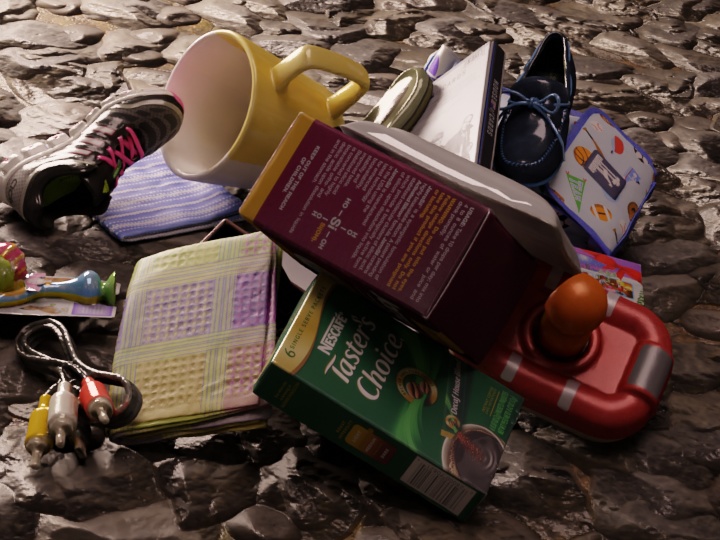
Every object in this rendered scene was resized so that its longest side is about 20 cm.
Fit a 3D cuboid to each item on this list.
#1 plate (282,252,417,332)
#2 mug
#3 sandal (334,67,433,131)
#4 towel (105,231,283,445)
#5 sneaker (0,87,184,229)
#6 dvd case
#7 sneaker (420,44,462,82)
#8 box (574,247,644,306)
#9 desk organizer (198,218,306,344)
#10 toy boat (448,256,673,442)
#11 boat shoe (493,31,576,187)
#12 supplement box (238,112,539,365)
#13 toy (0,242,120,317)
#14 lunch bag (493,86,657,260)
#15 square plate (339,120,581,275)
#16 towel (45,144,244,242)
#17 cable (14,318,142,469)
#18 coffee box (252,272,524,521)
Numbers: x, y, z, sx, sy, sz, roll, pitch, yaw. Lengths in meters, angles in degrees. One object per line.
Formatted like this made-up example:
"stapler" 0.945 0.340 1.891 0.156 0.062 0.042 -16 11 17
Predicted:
"plate" 0.000 0.000 1.796 0.199 0.033 0.199 19 30 20
"mug" -0.085 -0.141 1.895 0.153 0.151 0.186 17 -4 -41
"sandal" -0.005 -0.122 1.840 0.080 0.057 0.202 3 55 54
"towel" -0.134 0.056 1.581 0.143 0.023 0.201 -11 47 13
"sneaker" -0.249 -0.100 1.844 0.199 0.074 0.088 -28 48 -10
"dvd case" 0.068 -0.112 1.805 0.025 0.150 0.201 40 37 -24
"sneaker" 0.052 -0.164 1.980 0.199 0.147 0.081 -11 34 -30
"box" 0.159 0.021 1.747 0.198 0.039 0.137 15 34 -4
"desk organizer" -0.064 0.040 1.638 0.072 0.077 0.200 -45 51 -16
"toy boat" 0.168 0.046 1.602 0.199 0.131 0.131 24 59 6
"boat shoe" 0.161 -0.157 1.830 0.083 0.069 0.201 3 39 7
"supplement box" 0.024 -0.026 1.554 0.199 0.104 0.131 29 -7 30
"toy" -0.310 0.003 1.687 0.198 0.048 0.115 7 14 -6
"lunch bag" 0.177 -0.084 1.889 0.199 0.124 0.170 21 41 15
"square plate" 0.092 -0.063 1.607 0.197 0.029 0.200 27 -5 17
"towel" -0.218 -0.091 1.919 0.144 0.024 0.200 -13 35 -30
"cable" -0.235 0.082 1.560 0.097 0.050 0.200 -30 38 2
"coffee box" 0.024 0.098 1.524 0.199 0.044 0.123 32 41 -2
